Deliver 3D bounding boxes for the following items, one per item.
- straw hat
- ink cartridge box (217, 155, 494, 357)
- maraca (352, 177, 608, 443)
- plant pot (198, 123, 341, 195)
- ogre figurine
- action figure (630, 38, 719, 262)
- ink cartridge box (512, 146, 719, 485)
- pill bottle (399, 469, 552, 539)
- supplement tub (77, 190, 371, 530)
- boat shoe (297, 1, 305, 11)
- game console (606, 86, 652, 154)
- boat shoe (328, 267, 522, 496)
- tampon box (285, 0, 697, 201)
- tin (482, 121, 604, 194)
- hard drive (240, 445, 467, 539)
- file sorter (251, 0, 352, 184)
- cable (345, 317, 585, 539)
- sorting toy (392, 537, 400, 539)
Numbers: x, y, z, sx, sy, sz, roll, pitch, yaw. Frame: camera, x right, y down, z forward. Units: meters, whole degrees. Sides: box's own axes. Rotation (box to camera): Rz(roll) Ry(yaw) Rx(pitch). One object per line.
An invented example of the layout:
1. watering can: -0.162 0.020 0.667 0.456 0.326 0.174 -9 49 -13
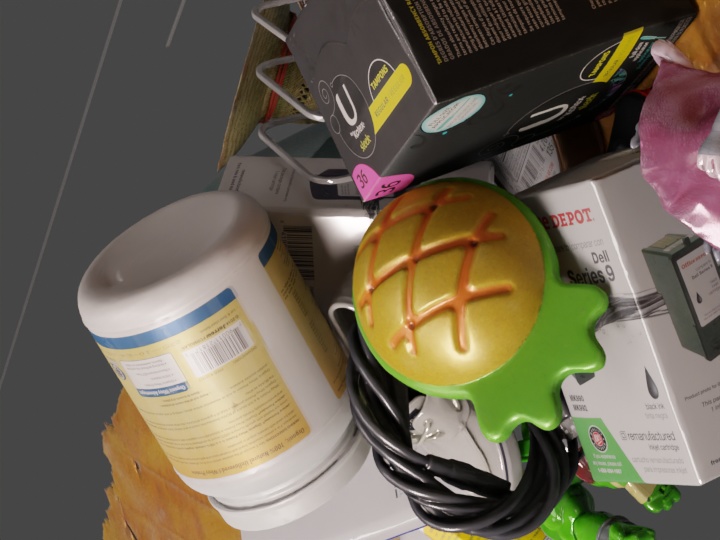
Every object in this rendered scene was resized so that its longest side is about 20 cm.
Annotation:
1. straw hat: -0.050 -0.161 1.751 0.201 0.084 0.203 -163 90 -87
2. ink cartridge box: 0.000 0.000 1.553 0.085 0.198 0.146 -76 -14 -58
3. maraca: 0.072 0.021 1.345 0.200 0.107 0.138 42 99 37
4. plant pot: -0.037 -0.002 1.723 0.195 0.199 0.198 8 117 62
5. ogre figurine: 0.157 0.116 1.530 0.120 0.098 0.201 -24 93 58
6. action figure: 0.252 -0.086 1.213 0.200 0.133 0.150 -38 31 52
7. ink cartridge box: 0.179 0.028 1.364 0.146 0.083 0.202 -12 99 68
8. pill bottle: 0.101 0.199 1.630 0.199 0.104 0.105 35 144 18
9. supplement tub: -0.089 0.062 1.469 0.144 0.144 0.201 20 143 60
10. boat shoe: -0.023 -0.222 1.677 0.070 0.070 0.202 -27 84 62
11. game console: 0.218 -0.004 1.387 0.201 0.031 0.178 55 152 31
12. boat shoe: 0.043 0.088 1.491 0.072 0.066 0.201 -12 114 41
13. tampon box: 0.079 -0.153 1.356 0.127 0.199 0.150 63 156 13
14. tin: 0.105 -0.122 1.528 0.201 0.042 0.112 57 149 27
15. hard drive: -0.005 0.145 1.621 0.025 0.199 0.133 34 -140 -52
16. file sorter: -0.004 -0.181 1.522 0.139 0.123 0.202 -138 40 -56
17. cable: 0.061 0.084 1.432 0.200 0.163 0.051 49 146 0
18. sorting toy: 0.023 0.185 1.732 0.183 0.036 0.202 0 83 22
